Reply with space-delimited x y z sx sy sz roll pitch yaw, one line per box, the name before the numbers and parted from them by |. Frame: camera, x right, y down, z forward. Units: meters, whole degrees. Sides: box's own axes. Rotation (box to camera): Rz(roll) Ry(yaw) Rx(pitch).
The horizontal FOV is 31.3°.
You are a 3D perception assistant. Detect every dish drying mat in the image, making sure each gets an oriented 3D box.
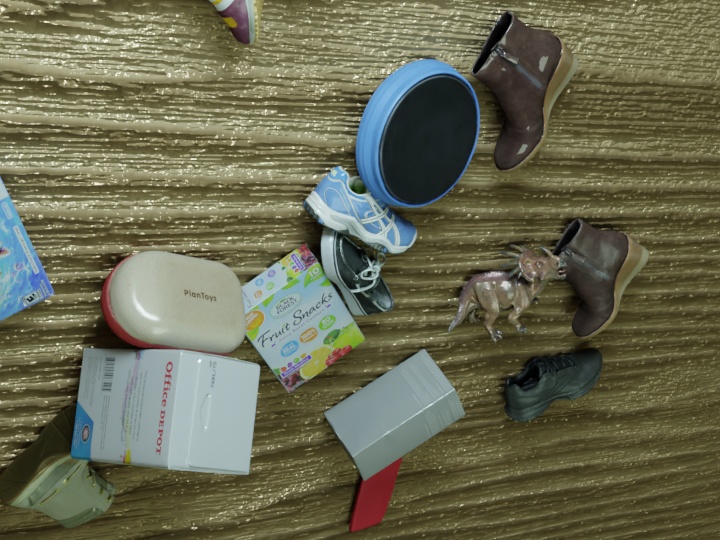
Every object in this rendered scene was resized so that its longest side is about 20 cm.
dish drying mat | 0.028 0.368 2.222 0.076 0.018 0.202 -10 130 -30

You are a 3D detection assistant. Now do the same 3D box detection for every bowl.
bowl | 0.082 -0.178 1.721 0.199 0.039 0.203 -21 125 -33

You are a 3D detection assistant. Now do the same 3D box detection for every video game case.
video game case | -0.476 -0.009 1.510 0.180 0.046 0.201 -26 137 -12

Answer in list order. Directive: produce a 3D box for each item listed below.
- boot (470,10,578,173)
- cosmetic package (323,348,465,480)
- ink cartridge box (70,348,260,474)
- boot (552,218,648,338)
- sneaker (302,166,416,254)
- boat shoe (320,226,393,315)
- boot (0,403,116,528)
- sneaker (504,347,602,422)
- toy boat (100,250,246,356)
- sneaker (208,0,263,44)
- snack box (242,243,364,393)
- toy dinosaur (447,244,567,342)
boot | 0.201 -0.243 1.768 0.165 0.072 0.202 18 108 -42
cosmetic package | 0.054 0.229 2.051 0.199 0.107 0.091 -32 139 -4
ink cartridge box | -0.254 0.184 1.679 0.145 0.198 0.149 16 77 -48
boot | 0.363 0.013 2.115 0.165 0.073 0.201 17 118 -29
sneaker | 0.014 -0.081 1.770 0.199 0.076 0.078 19 110 -45
boat shoe | 0.000 0.003 1.819 0.067 0.074 0.200 0 143 20
boot | -0.388 0.274 1.804 0.200 0.072 0.155 -41 140 5
sneaker | 0.337 0.185 2.241 0.198 0.076 0.092 -29 131 -14
toy boat | -0.254 0.056 1.688 0.198 0.132 0.130 12 148 -41
sneaker | -0.160 -0.332 1.439 0.089 0.076 0.201 1 146 5
snack box | -0.092 0.073 1.848 0.141 0.053 0.201 -35 138 -5
toy dinosaur | 0.220 0.027 2.014 0.197 0.086 0.137 -15 125 -2
